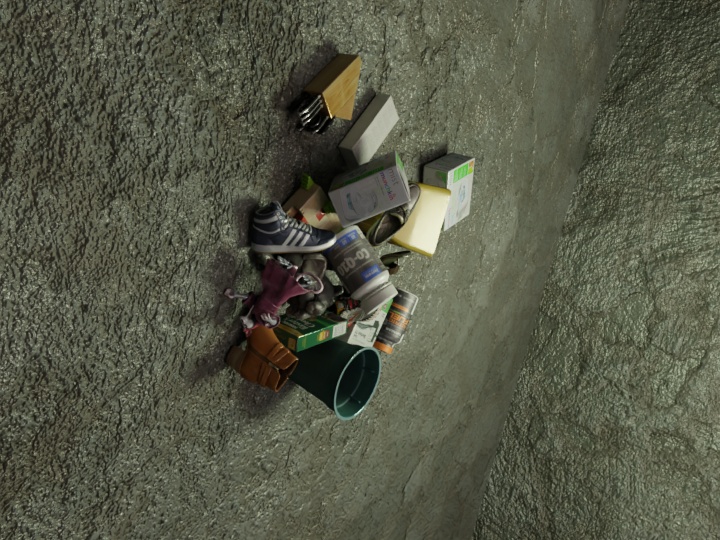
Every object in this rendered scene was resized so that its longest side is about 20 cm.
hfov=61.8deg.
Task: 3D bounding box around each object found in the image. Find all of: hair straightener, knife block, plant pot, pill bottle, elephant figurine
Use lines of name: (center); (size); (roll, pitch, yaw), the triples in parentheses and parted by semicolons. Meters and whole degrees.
hair straightener: (-0.050, 0.040, 1.640); (0.200, 0.076, 0.041); (111, -20, -65)
knife block: (-0.086, -0.411, 1.383); (0.175, 0.063, 0.203); (-4, 110, -55)
plant pot: (-0.079, 0.266, 1.614); (0.199, 0.195, 0.203); (-30, 129, -44)
plant pot: (0.096, -0.167, 1.672); (0.198, 0.195, 0.197); (11, 97, -40)
pill bottle: (0.100, 0.159, 1.905); (0.106, 0.105, 0.202); (31, 80, -56)
pill bottle: (0.000, 0.000, 1.495); (0.113, 0.201, 0.114); (-34, 173, -5)
elephant figurine: (-0.144, 0.007, 1.466); (0.155, 0.140, 0.202); (-67, 144, -65)

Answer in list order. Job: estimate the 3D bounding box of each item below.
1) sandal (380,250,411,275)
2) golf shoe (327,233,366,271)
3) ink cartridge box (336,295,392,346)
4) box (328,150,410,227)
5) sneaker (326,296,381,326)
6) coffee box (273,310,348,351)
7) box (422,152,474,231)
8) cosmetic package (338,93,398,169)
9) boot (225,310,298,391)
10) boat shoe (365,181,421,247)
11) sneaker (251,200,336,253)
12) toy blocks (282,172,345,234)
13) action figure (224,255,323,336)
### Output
sandal: (0.079, -0.009, 1.721); (0.079, 0.200, 0.058); (-12, 77, -39)
golf shoe: (-0.039, -0.051, 1.644); (0.199, 0.072, 0.093); (-16, 95, -53)
ink cartridge box: (-0.003, 0.144, 1.766); (0.146, 0.082, 0.202); (35, 78, -56)
box: (0.026, -0.200, 1.463); (0.200, 0.175, 0.098); (-81, 148, -69)
sneaker: (-0.024, 0.106, 1.642); (0.082, 0.199, 0.079); (32, 35, -49)
coffee box: (-0.137, 0.145, 1.539); (0.199, 0.122, 0.045); (-13, 118, -51)
box: (0.280, -0.258, 1.955); (0.176, 0.096, 0.202); (-32, 132, -46)
cosmetic package: (0.023, -0.364, 1.578); (0.201, 0.050, 0.083); (-56, 147, -21)
boot: (-0.210, 0.170, 1.407); (0.201, 0.154, 0.077); (-59, 154, -16)
boat shoe: (0.094, -0.139, 1.544); (0.073, 0.065, 0.201); (35, 90, -18)
sneaker: (-0.151, -0.102, 1.370); (0.197, 0.070, 0.110); (-5, 116, -15)
toy blocks: (-0.127, -0.116, 1.464); (0.137, 0.100, 0.200); (-48, 142, -12)
action figure: (-0.207, 0.065, 1.372); (0.201, 0.134, 0.148); (-52, 154, 15)
